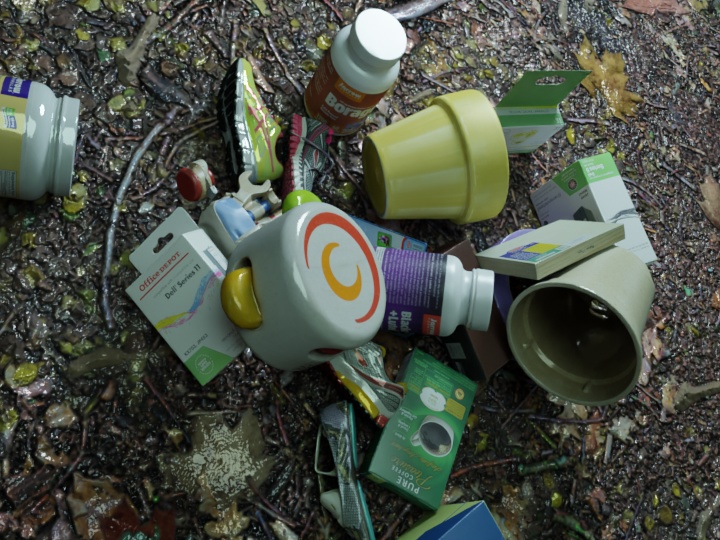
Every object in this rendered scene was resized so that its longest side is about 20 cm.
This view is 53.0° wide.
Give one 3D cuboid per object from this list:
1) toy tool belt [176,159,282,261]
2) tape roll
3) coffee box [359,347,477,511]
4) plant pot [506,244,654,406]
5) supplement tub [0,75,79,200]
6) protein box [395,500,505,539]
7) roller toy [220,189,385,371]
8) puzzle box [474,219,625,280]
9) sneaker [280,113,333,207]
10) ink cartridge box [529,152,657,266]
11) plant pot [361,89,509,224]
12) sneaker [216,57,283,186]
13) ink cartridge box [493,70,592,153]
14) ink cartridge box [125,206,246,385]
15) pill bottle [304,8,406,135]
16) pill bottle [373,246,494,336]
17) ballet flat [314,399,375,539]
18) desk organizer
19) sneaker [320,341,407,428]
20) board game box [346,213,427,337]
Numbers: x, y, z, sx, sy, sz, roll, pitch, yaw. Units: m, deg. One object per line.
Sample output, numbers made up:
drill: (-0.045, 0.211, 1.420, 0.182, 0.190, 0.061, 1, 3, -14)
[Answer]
toy tool belt: (-0.158, -0.070, 1.010, 0.122, 0.124, 0.202, -32, 89, -43)
tape roll: (0.276, 0.041, 1.188, 0.196, 0.085, 0.205, 9, 68, -23)
coffee box: (0.088, 0.230, 1.055, 0.121, 0.044, 0.203, 29, 62, -12)
plant pot: (0.343, 0.061, 1.069, 0.201, 0.200, 0.183, 50, 49, 0)
supplement tub: (-0.456, -0.167, 0.888, 0.196, 0.145, 0.149, 6, 69, -22)
protein box: (0.113, 0.447, 0.936, 0.196, 0.135, 0.203, -28, 85, -30)
roller toy: (-0.070, 0.025, 0.885, 0.183, 0.138, 0.202, 49, 38, -23)
puzzle box: (0.287, -0.035, 1.099, 0.197, 0.132, 0.026, -21, 107, -28)
sneaker: (-0.077, -0.149, 1.081, 0.073, 0.081, 0.204, 9, 61, -14)
ink cartridge box: (0.399, -0.076, 1.250, 0.083, 0.145, 0.204, -14, 77, -27)
plant pot: (0.107, -0.164, 1.130, 0.185, 0.201, 0.205, -13, 77, -13)
sneaker: (-0.162, -0.222, 1.092, 0.089, 0.078, 0.205, -1, 78, -33)
ink cartridge box: (0.290, -0.265, 1.237, 0.143, 0.200, 0.049, -8, 74, -26)
ink cartridge box: (-0.219, 0.030, 0.938, 0.117, 0.067, 0.201, -40, 90, 14)
pill bottle: (-0.008, -0.303, 1.112, 0.110, 0.200, 0.115, 8, 68, -21)
pill bottle: (0.082, 0.031, 1.002, 0.195, 0.112, 0.114, 6, 66, 7)
ballet flat: (-0.026, 0.283, 0.980, 0.071, 0.072, 0.205, -3, 73, -25)
desk organizer: (0.158, 0.061, 1.108, 0.076, 0.071, 0.203, -29, 98, -32)
sneaker: (-0.012, 0.122, 1.020, 0.082, 0.078, 0.201, -40, 91, -16)
board game box: (0.000, 0.000, 1.101, 0.196, 0.037, 0.154, 20, 65, -18)
